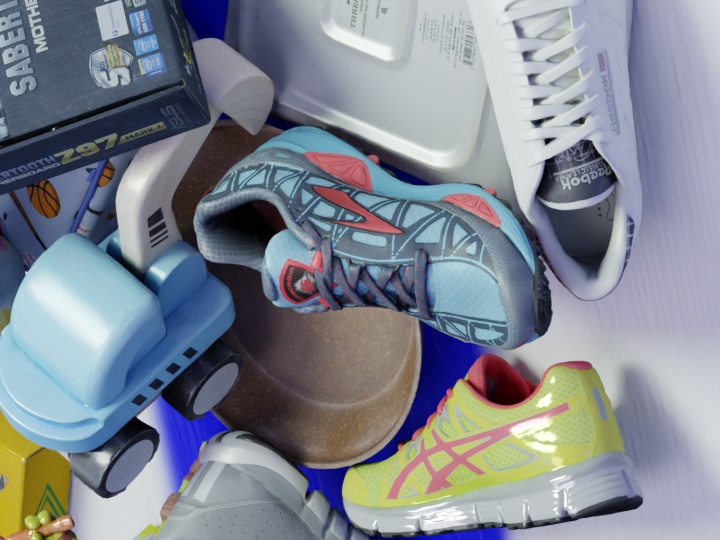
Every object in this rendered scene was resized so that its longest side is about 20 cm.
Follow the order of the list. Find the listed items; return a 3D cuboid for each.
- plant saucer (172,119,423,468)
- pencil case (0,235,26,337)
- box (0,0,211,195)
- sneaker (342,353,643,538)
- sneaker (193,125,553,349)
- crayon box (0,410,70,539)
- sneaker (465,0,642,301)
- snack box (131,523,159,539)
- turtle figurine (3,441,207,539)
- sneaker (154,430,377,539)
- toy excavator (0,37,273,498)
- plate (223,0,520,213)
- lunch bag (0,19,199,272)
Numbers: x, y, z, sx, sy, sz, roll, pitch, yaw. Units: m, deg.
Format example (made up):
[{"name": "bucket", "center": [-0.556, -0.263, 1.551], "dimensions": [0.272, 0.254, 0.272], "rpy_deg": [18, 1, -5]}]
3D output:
[{"name": "plant saucer", "center": [-0.038, 0.009, 1.077], "dimensions": [0.200, 0.037, 0.201], "rpy_deg": [20, 124, 34]}, {"name": "pencil case", "center": [-0.251, -0.024, 1.030], "dimensions": [0.083, 0.200, 0.091], "rpy_deg": [-23, 58, 9]}, {"name": "box", "center": [-0.174, -0.141, 0.980], "dimensions": [0.157, 0.051, 0.200], "rpy_deg": [-18, 68, 7]}, {"name": "sneaker", "center": [0.064, 0.090, 1.039], "dimensions": [0.200, 0.078, 0.091], "rpy_deg": [-14, 83, 46]}, {"name": "sneaker", "center": [0.000, 0.000, 0.935], "dimensions": [0.200, 0.095, 0.079], "rpy_deg": [23, 130, 41]}, {"name": "crayon box", "center": [-0.256, 0.137, 1.318], "dimensions": [0.127, 0.051, 0.200], "rpy_deg": [27, 128, 24]}, {"name": "sneaker", "center": [0.090, -0.085, 0.887], "dimensions": [0.076, 0.081, 0.200], "rpy_deg": [-12, 115, 12]}, {"name": "snack box", "center": [-0.098, 0.255, 1.182], "dimensions": [0.200, 0.169, 0.068], "rpy_deg": [21, 128, 28]}, {"name": "turtle figurine", "center": [-0.108, 0.189, 1.156], "dimensions": [0.200, 0.161, 0.064], "rpy_deg": [34, 154, 25]}, {"name": "sneaker", "center": [-0.035, 0.191, 1.107], "dimensions": [0.200, 0.116, 0.075], "rpy_deg": [41, 155, -11]}, {"name": "toy excavator", "center": [-0.115, -0.002, 1.033], "dimensions": [0.100, 0.194, 0.200], "rpy_deg": [39, 159, 21]}, {"name": "plate", "center": [0.010, -0.134, 0.969], "dimensions": [0.200, 0.032, 0.200], "rpy_deg": [25, 127, 24]}, {"name": "lunch bag", "center": [-0.181, -0.099, 1.109], "dimensions": [0.160, 0.076, 0.200], "rpy_deg": [45, 132, 11]}]
